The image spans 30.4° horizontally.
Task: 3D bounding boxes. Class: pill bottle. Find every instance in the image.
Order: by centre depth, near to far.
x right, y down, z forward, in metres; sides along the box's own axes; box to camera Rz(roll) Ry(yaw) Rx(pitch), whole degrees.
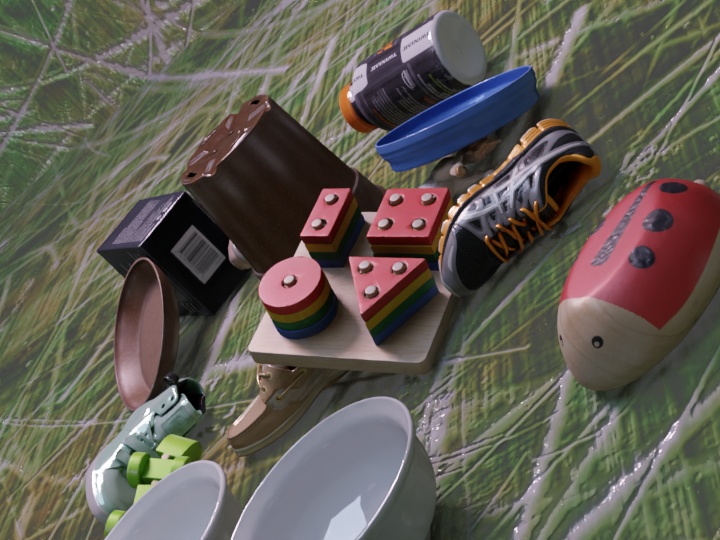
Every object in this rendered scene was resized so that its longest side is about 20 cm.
[{"bbox_3d":[0.061,-0.249,1.728,0.199,0.106,0.107,-26,28,42],"label":"pill bottle"}]

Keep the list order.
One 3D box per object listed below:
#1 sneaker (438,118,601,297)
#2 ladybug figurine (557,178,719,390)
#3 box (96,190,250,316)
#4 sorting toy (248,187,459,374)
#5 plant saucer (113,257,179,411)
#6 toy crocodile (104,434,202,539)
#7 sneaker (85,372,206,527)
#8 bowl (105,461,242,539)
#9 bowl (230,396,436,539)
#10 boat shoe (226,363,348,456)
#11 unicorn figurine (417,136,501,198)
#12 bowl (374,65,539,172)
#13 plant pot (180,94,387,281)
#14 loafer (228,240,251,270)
[{"bbox_3d":[0.150,-0.056,1.261,0.201,0.078,0.077,-52,39,-1],"label":"sneaker"},{"bbox_3d":[0.217,0.000,1.029,0.135,0.072,0.201,-10,40,57],"label":"ladybug figurine"},{"bbox_3d":[-0.261,-0.021,1.856,0.105,0.148,0.199,-52,22,-19],"label":"box"},{"bbox_3d":[0.000,0.000,1.321,0.198,0.070,0.200,2,48,28],"label":"sorting toy"},{"bbox_3d":[-0.280,0.085,1.748,0.200,0.036,0.203,-18,70,61],"label":"plant saucer"},{"bbox_3d":[-0.220,0.255,1.406,0.067,0.062,0.201,2,45,14],"label":"toy crocodile"},{"bbox_3d":[-0.241,0.199,1.513,0.118,0.074,0.201,-40,18,32],"label":"sneaker"},{"bbox_3d":[-0.165,0.279,1.191,0.201,0.090,0.202,-38,23,19],"label":"bowl"},{"bbox_3d":[-0.007,0.206,1.049,0.201,0.090,0.202,-39,21,18],"label":"bowl"},{"bbox_3d":[-0.075,0.108,1.383,0.200,0.069,0.074,-44,21,4],"label":"boat shoe"},{"bbox_3d":[0.067,-0.071,1.460,0.199,0.074,0.137,-33,18,-14],"label":"unicorn figurine"},{"bbox_3d":[0.112,-0.170,1.498,0.199,0.040,0.201,-27,10,5],"label":"bowl"},{"bbox_3d":[-0.100,-0.096,1.623,0.200,0.198,0.201,-37,22,18],"label":"plant pot"},{"bbox_3d":[-0.133,-0.056,1.808,0.063,0.072,0.201,-45,10,39],"label":"loafer"}]
